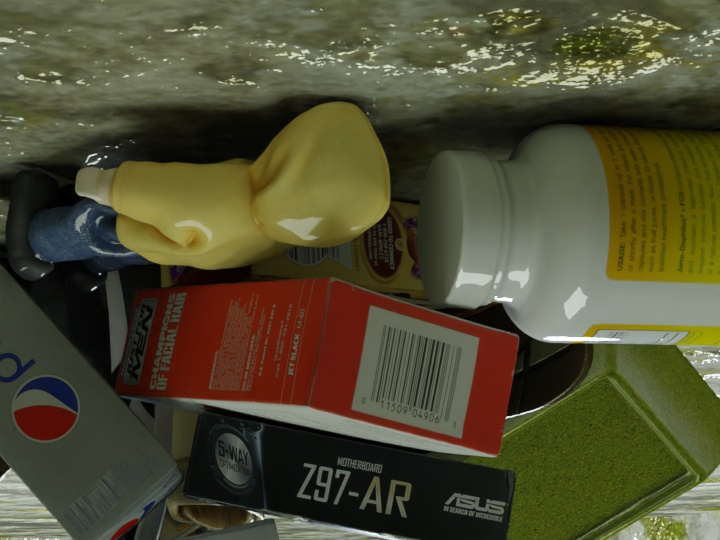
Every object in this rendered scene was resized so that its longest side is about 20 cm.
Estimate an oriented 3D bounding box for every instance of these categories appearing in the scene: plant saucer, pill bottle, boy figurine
[{"bbox_3d":[0.123,0.116,1.071,0.200,0.048,0.200,-34,131,13],"label":"plant saucer"},{"bbox_3d":[0.132,-0.017,0.813,0.200,0.104,0.104,2,167,-15],"label":"pill bottle"},{"bbox_3d":[-0.078,-0.032,0.804,0.200,0.065,0.124,-12,163,35],"label":"boy figurine"}]

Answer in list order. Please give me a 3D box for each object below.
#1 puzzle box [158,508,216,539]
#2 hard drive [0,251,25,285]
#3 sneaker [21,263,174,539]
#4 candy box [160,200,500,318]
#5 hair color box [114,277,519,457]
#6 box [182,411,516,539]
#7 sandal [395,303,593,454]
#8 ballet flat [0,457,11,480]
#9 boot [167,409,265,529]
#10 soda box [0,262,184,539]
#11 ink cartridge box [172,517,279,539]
[{"bbox_3d":[-0.136,0.136,1.164,0.025,0.200,0.133,-27,179,22],"label":"puzzle box"},{"bbox_3d":[-0.252,0.018,1.062,0.139,0.033,0.200,-9,166,28],"label":"hard drive"},{"bbox_3d":[-0.168,0.078,1.011,0.112,0.200,0.073,5,-170,-16],"label":"sneaker"},{"bbox_3d":[0.000,0.000,0.975,0.200,0.057,0.117,4,165,-30],"label":"candy box"},{"bbox_3d":[-0.028,0.047,0.845,0.111,0.064,0.200,17,168,-32],"label":"hair color box"},{"bbox_3d":[-0.007,0.117,0.915,0.160,0.044,0.200,10,171,1],"label":"box"},{"bbox_3d":[0.053,0.056,0.982,0.200,0.082,0.055,-22,179,37],"label":"sandal"},{"bbox_3d":[-0.233,0.095,1.051,0.071,0.200,0.065,52,167,-26],"label":"ballet flat"},{"bbox_3d":[-0.092,0.100,1.166,0.073,0.156,0.200,-3,167,3],"label":"boot"},{"bbox_3d":[-0.177,0.050,0.864,0.063,0.200,0.068,-41,172,-10],"label":"soda box"},{"bbox_3d":[-0.092,0.175,0.954,0.099,0.039,0.200,-13,168,-6],"label":"ink cartridge box"}]
